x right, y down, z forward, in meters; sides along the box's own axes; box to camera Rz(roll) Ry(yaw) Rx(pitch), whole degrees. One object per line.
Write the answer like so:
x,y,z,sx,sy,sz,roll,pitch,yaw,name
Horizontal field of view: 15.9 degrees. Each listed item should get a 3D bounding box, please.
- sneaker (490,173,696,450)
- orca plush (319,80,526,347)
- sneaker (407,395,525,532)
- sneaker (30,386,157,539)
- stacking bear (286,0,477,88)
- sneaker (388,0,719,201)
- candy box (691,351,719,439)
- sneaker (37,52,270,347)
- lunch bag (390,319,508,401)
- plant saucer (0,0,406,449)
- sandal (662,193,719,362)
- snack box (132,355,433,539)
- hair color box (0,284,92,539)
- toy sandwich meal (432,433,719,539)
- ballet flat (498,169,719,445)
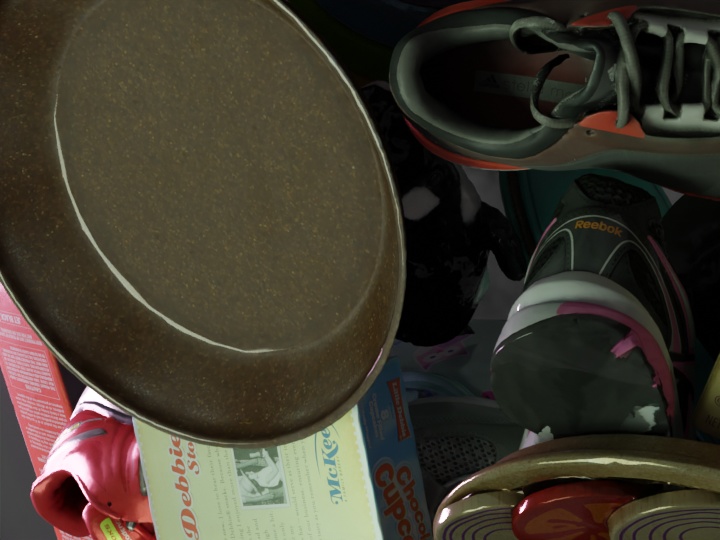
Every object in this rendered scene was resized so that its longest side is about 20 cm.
0.094,0.039,0.914,0.080,0.087,0.200,12,151,9,sneaker
0.000,0.000,1.005,0.105,0.071,0.200,38,164,4,orca plush
0.086,0.112,1.019,0.199,0.082,0.075,25,103,2,sneaker
-0.076,0.100,1.123,0.077,0.085,0.200,47,155,-26,sneaker
0.017,-0.111,0.990,0.114,0.121,0.200,57,157,23,stacking bear
0.102,-0.059,0.860,0.199,0.082,0.077,-3,91,15,sneaker
0.193,-0.011,0.816,0.115,0.055,0.200,24,130,8,candy box
-0.079,-0.062,1.005,0.070,0.099,0.201,111,147,-87,sneaker
0.044,0.117,1.139,0.160,0.077,0.201,1,114,53,lunch bag
-0.061,-0.032,0.938,0.200,0.037,0.201,17,123,27,plant saucer
0.171,0.051,0.925,0.075,0.045,0.200,-41,74,12,sandal
-0.021,0.139,1.020,0.116,0.037,0.201,-7,96,36,snack box
-0.113,0.077,1.297,0.061,0.101,0.201,11,123,49,hair color box
0.116,0.130,0.896,0.204,0.070,0.205,13,151,7,toy sandwich meal
0.112,0.028,1.001,0.200,0.067,0.070,55,160,13,ballet flat
